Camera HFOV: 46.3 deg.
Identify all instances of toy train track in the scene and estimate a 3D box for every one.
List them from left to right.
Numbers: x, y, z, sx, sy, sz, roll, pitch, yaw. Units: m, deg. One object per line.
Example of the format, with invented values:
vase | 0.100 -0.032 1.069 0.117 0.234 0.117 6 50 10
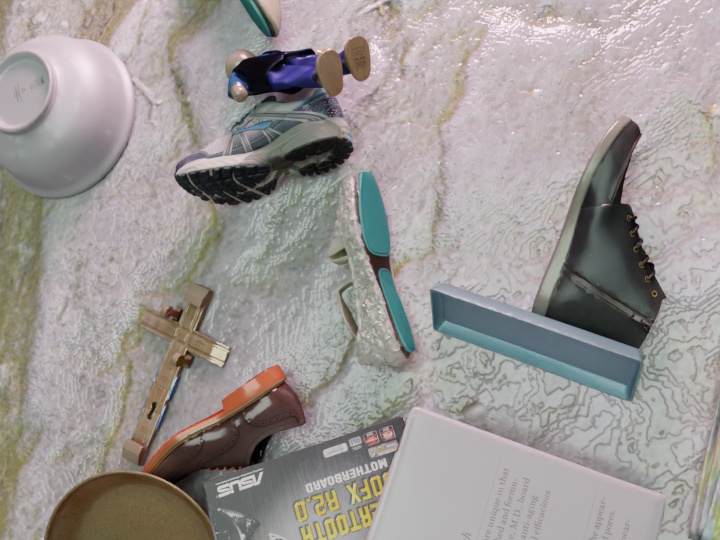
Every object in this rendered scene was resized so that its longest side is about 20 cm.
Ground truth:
toy train track | -0.211 0.110 0.901 0.113 0.032 0.203 21 88 21

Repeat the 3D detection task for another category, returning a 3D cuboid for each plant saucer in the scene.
plant saucer | -0.220 0.292 0.844 0.196 0.035 0.204 2 99 11
plant saucer | 0.158 0.062 0.770 0.197 0.070 0.019 20 58 21

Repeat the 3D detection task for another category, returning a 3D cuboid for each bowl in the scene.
bowl | -0.372 -0.193 0.984 0.198 0.090 0.205 -3 79 18

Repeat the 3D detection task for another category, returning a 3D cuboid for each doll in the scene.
doll | -0.075 -0.210 0.878 0.198 0.136 0.049 11 127 46

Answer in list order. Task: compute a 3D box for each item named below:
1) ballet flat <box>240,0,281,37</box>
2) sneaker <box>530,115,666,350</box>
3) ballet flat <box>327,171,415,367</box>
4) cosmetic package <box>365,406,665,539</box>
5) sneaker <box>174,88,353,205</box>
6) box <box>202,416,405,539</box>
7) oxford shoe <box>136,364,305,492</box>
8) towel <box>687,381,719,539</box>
ballet flat | -0.133 -0.346 0.948 0.069 0.069 0.201 -42 70 7
sneaker | 0.238 -0.030 0.760 0.105 0.075 0.203 21 96 17
ballet flat | 0.000 0.000 0.831 0.071 0.072 0.203 -17 73 15
cosmetic package | 0.105 0.225 0.668 0.197 0.165 0.167 18 76 7
sneaker | -0.105 -0.134 0.900 0.197 0.078 0.088 -15 63 8
box | -0.031 0.243 0.776 0.197 0.048 0.161 -17 74 -3
oxford shoe | -0.143 0.180 0.847 0.199 0.071 0.073 -37 84 16
towel | 0.382 0.169 0.682 0.197 0.048 0.174 14 87 21
